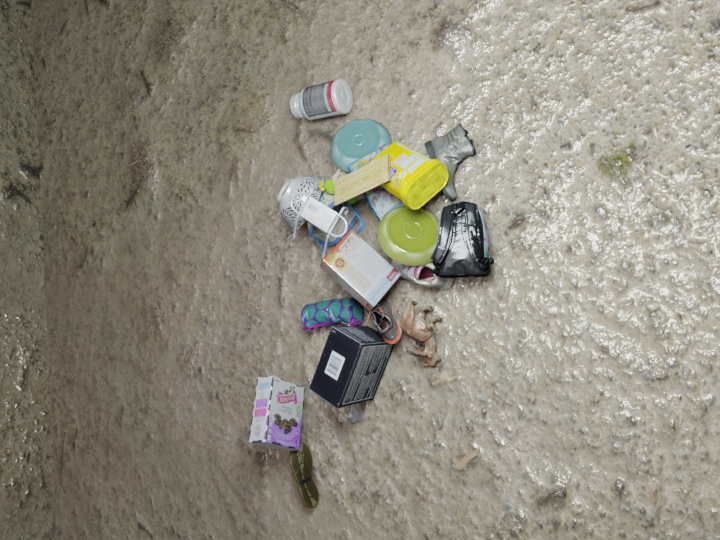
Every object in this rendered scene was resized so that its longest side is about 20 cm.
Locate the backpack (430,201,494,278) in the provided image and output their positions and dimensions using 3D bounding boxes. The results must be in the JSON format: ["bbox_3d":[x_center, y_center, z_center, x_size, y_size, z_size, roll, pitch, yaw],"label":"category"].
[{"bbox_3d":[0.273,-0.083,1.463,0.164,0.127,0.204,-2,83,10],"label":"backpack"}]

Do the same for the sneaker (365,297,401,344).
[{"bbox_3d":[0.056,0.122,1.589,0.077,0.082,0.201,-40,47,5],"label":"sneaker"}]

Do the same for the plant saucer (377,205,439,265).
[{"bbox_3d":[0.147,-0.109,1.531,0.197,0.031,0.203,2,62,-4],"label":"plant saucer"}]

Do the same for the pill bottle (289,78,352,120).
[{"bbox_3d":[-0.133,-0.559,1.783,0.197,0.110,0.113,-1,85,32],"label":"pill bottle"}]

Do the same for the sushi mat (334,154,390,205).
[{"bbox_3d":[0.003,-0.255,1.527,0.198,0.012,0.097,-20,55,34],"label":"sushi mat"}]

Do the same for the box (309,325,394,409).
[{"bbox_3d":[-0.022,0.276,1.578,0.122,0.197,0.203,26,99,32],"label":"box"}]

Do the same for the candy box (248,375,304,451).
[{"bbox_3d":[-0.260,0.453,1.704,0.071,0.167,0.203,-13,60,30],"label":"candy box"}]

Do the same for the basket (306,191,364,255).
[{"bbox_3d":[-0.082,-0.140,1.693,0.177,0.138,0.201,-50,54,19],"label":"basket"}]

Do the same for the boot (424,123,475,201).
[{"bbox_3d":[0.269,-0.311,1.530,0.129,0.067,0.203,-23,75,23],"label":"boot"}]

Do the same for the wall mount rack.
[{"bbox_3d":[-0.128,-0.140,1.609,0.199,0.074,0.175,33,101,13],"label":"wall mount rack"}]

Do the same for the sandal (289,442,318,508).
[{"bbox_3d":[-0.188,0.659,1.732,0.054,0.079,0.203,-28,74,50],"label":"sandal"}]

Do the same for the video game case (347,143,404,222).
[{"bbox_3d":[0.070,-0.262,1.608,0.142,0.018,0.202,-30,83,-9],"label":"video game case"}]

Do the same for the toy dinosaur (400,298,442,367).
[{"bbox_3d":[0.161,0.172,1.543,0.201,0.085,0.136,51,119,31],"label":"toy dinosaur"}]

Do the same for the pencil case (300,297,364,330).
[{"bbox_3d":[-0.091,0.139,1.703,0.198,0.085,0.094,-10,52,32],"label":"pencil case"}]

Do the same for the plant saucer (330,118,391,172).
[{"bbox_3d":[-0.003,-0.399,1.678,0.197,0.036,0.203,-5,67,11],"label":"plant saucer"}]

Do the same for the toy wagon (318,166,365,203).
[{"bbox_3d":[-0.030,-0.273,1.667,0.197,0.040,0.157,-13,55,-3],"label":"toy wagon"}]

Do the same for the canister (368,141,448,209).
[{"bbox_3d":[0.128,-0.273,1.512,0.148,0.087,0.200,-40,45,-8],"label":"canister"}]

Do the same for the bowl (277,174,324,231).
[{"bbox_3d":[-0.210,-0.240,1.752,0.201,0.094,0.202,-46,26,30],"label":"bowl"}]

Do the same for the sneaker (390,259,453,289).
[{"bbox_3d":[0.166,-0.004,1.549,0.198,0.088,0.083,16,95,33],"label":"sneaker"}]

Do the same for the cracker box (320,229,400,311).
[{"bbox_3d":[0.000,0.000,1.565,0.200,0.058,0.134,42,66,4],"label":"cracker box"}]
